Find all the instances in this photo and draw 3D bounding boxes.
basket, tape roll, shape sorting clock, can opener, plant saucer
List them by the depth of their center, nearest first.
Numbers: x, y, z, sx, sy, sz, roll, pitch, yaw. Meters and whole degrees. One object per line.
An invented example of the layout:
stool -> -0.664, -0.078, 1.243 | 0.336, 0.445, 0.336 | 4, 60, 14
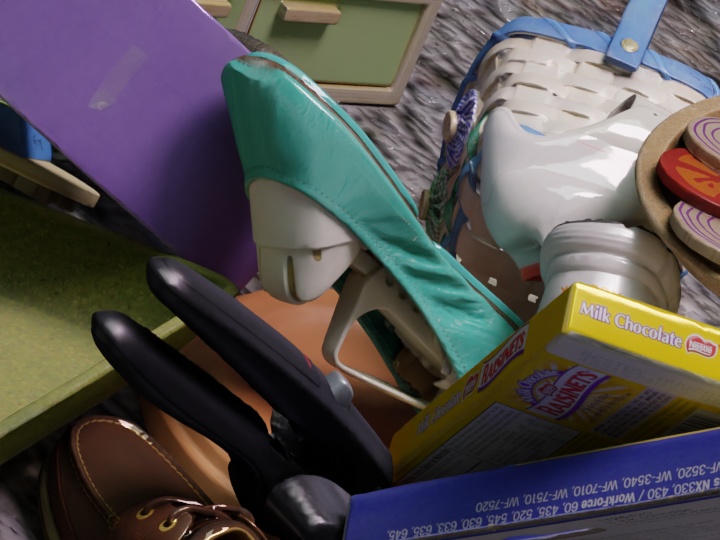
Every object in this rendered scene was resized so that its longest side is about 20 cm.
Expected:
can opener -> -0.036, 0.051, 0.963 | 0.079, 0.063, 0.200 | 35, -12, 39
plant saucer -> -0.180, 0.022, 1.021 | 0.199, 0.048, 0.200 | 20, 25, 21
plant saucer -> 0.003, 0.067, 1.125 | 0.199, 0.038, 0.200 | 18, 28, -10
tape roll -> -0.101, -0.085, 1.141 | 0.200, 0.085, 0.200 | 42, 1, -1
shape sorting clock -> -0.206, -0.076, 1.151 | 0.199, 0.039, 0.200 | 24, 1, 0
basket -> 0.110, -0.055, 1.271 | 0.139, 0.177, 0.200 | 24, 39, 8

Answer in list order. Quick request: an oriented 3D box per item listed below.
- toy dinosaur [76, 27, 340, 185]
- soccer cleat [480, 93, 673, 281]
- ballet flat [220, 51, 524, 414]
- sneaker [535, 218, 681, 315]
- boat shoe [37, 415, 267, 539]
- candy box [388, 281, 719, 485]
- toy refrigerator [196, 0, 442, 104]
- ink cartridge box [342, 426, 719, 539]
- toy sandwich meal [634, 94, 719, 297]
toy dinosaur -> -0.066, -0.093, 1.310 | 0.102, 0.077, 0.200 | 37, 33, 10
soccer cleat -> 0.146, -0.042, 1.137 | 0.199, 0.069, 0.078 | -3, 72, -23
ballet flat -> 0.000, 0.000, 1.057 | 0.067, 0.070, 0.200 | 4, -37, 53
sneaker -> 0.107, 0.062, 1.105 | 0.073, 0.200, 0.080 | 3, 58, 21
boat shoe -> -0.058, 0.115, 0.959 | 0.072, 0.068, 0.200 | 2, 34, -34
candy box -> 0.087, 0.060, 0.984 | 0.102, 0.200, 0.026 | 20, 66, -11
toy refrigerator -> -0.058, -0.140, 1.396 | 0.199, 0.076, 0.070 | 2, 35, -37
ink cartridge box -> 0.101, 0.092, 0.945 | 0.200, 0.197, 0.047 | 26, 58, -51
toy sandwich meal -> 0.212, -0.041, 1.045 | 0.204, 0.070, 0.205 | 6, 34, -4
